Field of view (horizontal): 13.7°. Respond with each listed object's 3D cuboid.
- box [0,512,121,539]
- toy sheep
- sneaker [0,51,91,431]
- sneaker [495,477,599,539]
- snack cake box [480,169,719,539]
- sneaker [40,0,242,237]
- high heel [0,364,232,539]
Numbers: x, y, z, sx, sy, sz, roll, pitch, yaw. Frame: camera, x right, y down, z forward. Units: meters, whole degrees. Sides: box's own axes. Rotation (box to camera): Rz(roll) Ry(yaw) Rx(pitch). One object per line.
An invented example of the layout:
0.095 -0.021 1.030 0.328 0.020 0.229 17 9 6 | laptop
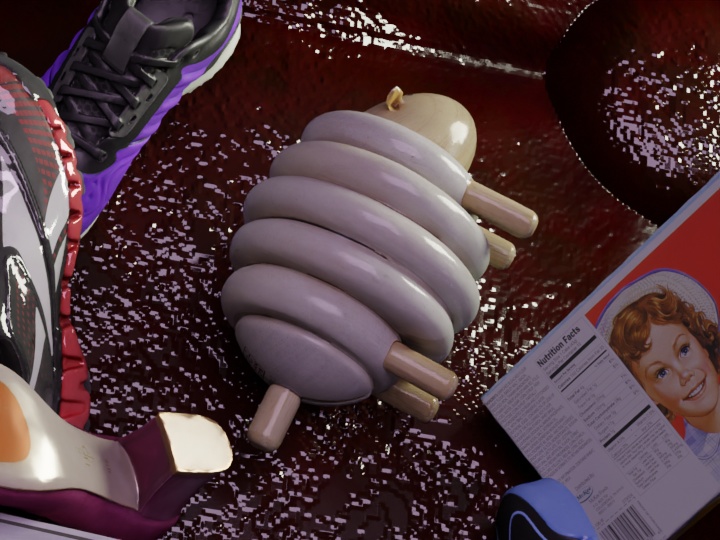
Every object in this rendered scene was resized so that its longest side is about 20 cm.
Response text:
-0.194 0.148 1.328 0.199 0.117 0.061 13 64 -9 | box
0.000 0.000 1.445 0.137 0.138 0.201 28 68 -2 | toy sheep
-0.174 -0.002 1.378 0.098 0.070 0.202 -2 88 -61 | sneaker
0.083 0.196 1.412 0.077 0.070 0.201 -4 68 -23 | sneaker
0.165 0.040 1.430 0.115 0.200 0.067 52 35 10 | snack cake box
-0.125 -0.093 1.461 0.069 0.100 0.200 36 65 2 | sneaker
-0.158 0.090 1.335 0.199 0.096 0.068 4 57 -45 | high heel
